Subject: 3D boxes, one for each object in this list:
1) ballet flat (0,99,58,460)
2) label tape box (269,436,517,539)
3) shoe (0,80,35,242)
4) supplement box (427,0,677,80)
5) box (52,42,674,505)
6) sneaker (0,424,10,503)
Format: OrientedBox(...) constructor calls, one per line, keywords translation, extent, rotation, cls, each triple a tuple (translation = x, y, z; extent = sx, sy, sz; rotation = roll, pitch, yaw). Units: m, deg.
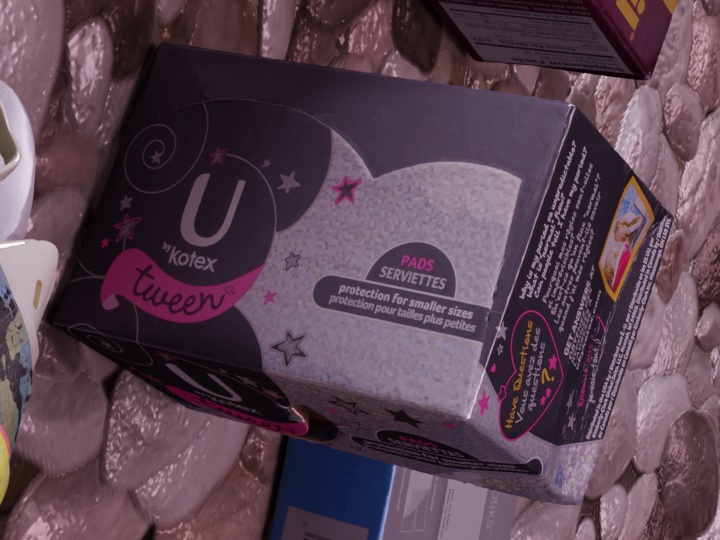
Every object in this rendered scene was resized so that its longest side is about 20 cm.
OrientedBox(translation=(-0.134, -0.017, 0.798), extent=(0.074, 0.074, 0.202), rotation=(-3, 71, -58), cls="ballet flat")
OrientedBox(translation=(0.035, 0.120, 1.202), extent=(0.199, 0.066, 0.145), rotation=(8, 93, -57), cls="label tape box")
OrientedBox(translation=(-0.160, 0.033, 0.864), extent=(0.091, 0.071, 0.202), rotation=(95, 6, -63), cls="shoe")
OrientedBox(translation=(0.077, -0.192, 1.129), extent=(0.200, 0.103, 0.132), rotation=(42, 63, -55), cls="supplement box")
OrientedBox(translation=(0.000, 0.000, 0.976), extent=(0.115, 0.199, 0.133), rotation=(38, 68, -54), cls="box")
OrientedBox(translation=(-0.183, 0.096, 0.741), extent=(0.079, 0.199, 0.090), rotation=(63, 23, -13), cls="sneaker")
